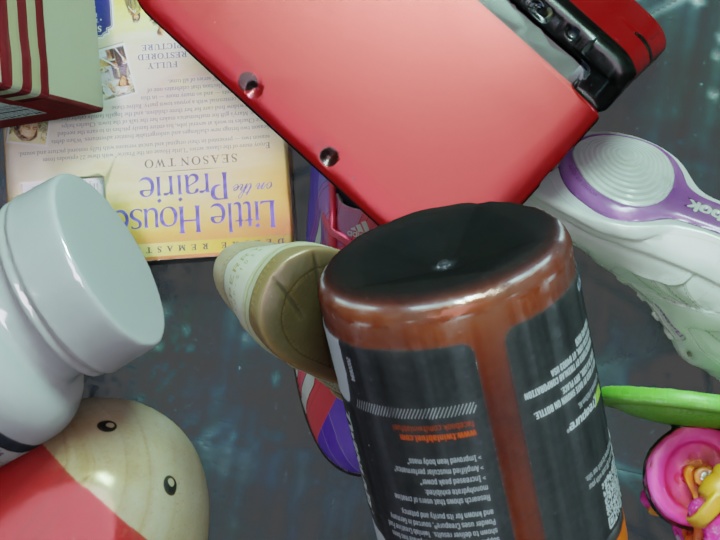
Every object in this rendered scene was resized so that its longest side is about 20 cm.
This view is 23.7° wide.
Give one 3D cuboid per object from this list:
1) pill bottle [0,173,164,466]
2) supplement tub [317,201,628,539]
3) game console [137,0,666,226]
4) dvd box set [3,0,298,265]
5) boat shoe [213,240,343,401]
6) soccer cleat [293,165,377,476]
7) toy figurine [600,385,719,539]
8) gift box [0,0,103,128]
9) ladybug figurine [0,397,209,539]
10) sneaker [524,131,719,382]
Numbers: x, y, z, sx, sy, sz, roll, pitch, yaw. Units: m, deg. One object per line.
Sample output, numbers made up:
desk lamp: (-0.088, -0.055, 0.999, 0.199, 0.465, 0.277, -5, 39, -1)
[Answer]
pill bottle: (-0.198, 0.040, 0.799, 0.199, 0.120, 0.120, -29, 87, 12)
supplement tub: (0.052, 0.081, 0.712, 0.106, 0.107, 0.201, -12, 111, 3)
game console: (0.025, -0.122, 0.809, 0.200, 0.172, 0.119, 43, 114, 3)
dvd box set: (-0.108, -0.103, 0.861, 0.145, 0.029, 0.202, -5, 87, 4)
boat shoe: (0.020, 0.038, 0.784, 0.199, 0.065, 0.072, 28, 88, -33)
soccer cleat: (0.000, 0.000, 0.830, 0.068, 0.073, 0.202, 3, 88, 3)
toy figurine: (0.193, 0.155, 0.762, 0.199, 0.150, 0.185, 9, 83, -9)
gift box: (-0.226, -0.163, 0.769, 0.183, 0.200, 0.188, -6, 85, 15)
ladybug figurine: (-0.158, 0.152, 0.835, 0.135, 0.072, 0.200, 37, 90, 3)
sneaker: (0.150, 0.003, 0.820, 0.199, 0.100, 0.075, 29, 45, 23)
